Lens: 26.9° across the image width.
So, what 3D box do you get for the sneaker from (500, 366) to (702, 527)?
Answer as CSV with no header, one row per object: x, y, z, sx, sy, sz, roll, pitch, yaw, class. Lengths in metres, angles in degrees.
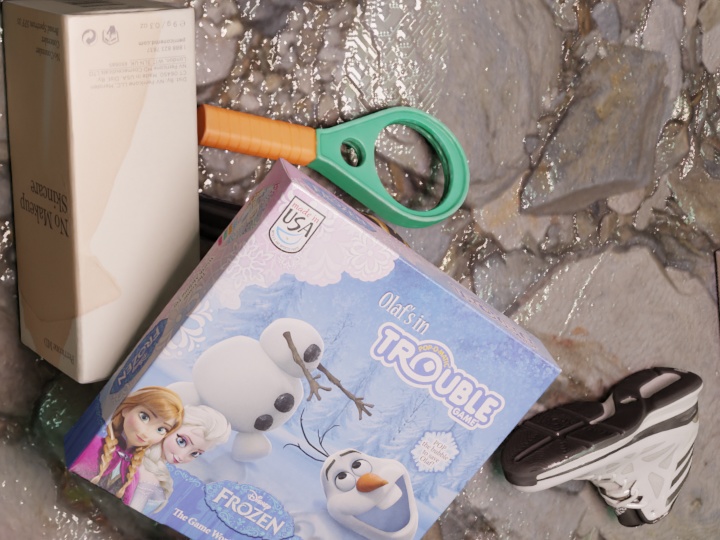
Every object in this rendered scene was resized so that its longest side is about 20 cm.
0.193,0.158,1.156,0.200,0.076,0.116,-19,112,-34,sneaker

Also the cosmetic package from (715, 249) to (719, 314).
0.358,0.074,1.238,0.071,0.105,0.201,-23,114,-29,cosmetic package

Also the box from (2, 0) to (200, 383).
-0.143,-0.048,0.840,0.077,0.095,0.201,-10,107,-33,box

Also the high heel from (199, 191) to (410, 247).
0.000,0.000,0.926,0.199,0.142,0.072,16,92,-38,high heel

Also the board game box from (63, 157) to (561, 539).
-0.025,0.074,0.832,0.200,0.043,0.199,34,100,-25,board game box

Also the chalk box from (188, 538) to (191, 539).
-0.076,0.242,0.953,0.124,0.124,0.201,-17,112,-31,chalk box

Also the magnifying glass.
-0.014,-0.075,0.959,0.199,0.022,0.080,8,70,-31,magnifying glass
